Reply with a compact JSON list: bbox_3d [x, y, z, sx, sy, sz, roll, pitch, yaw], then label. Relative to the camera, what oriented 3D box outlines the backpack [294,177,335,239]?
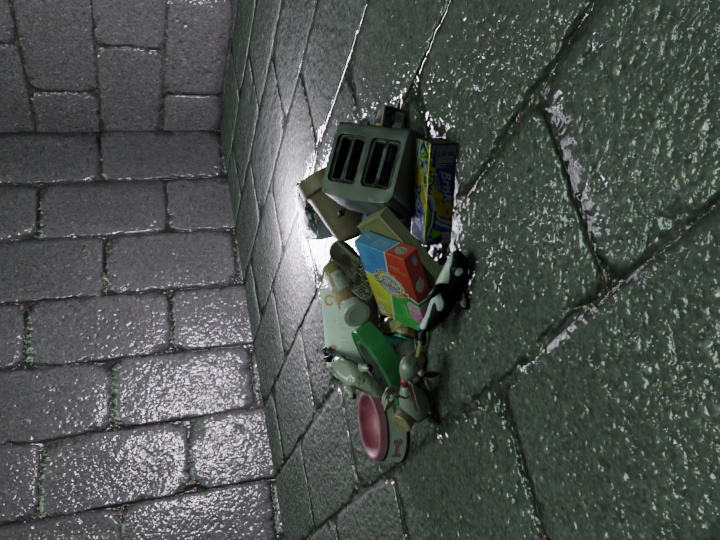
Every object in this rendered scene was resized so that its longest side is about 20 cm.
[{"bbox_3d":[-0.101,-0.176,1.997,0.200,0.150,0.179,-171,75,-80],"label":"backpack"}]

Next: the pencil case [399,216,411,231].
[{"bbox_3d":[0.083,-0.065,1.591,0.084,0.084,0.203,-88,5,-63],"label":"pencil case"}]

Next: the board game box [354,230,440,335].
[{"bbox_3d":[0.077,0.025,1.482,0.152,0.040,0.202,22,142,46],"label":"board game box"}]

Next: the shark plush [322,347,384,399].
[{"bbox_3d":[-0.030,0.254,1.743,0.198,0.083,0.092,18,84,38],"label":"shark plush"}]

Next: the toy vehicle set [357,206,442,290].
[{"bbox_3d":[0.088,-0.038,1.477,0.200,0.027,0.124,47,160,-11],"label":"toy vehicle set"}]

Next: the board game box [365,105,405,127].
[{"bbox_3d":[0.038,-0.259,1.649,0.165,0.056,0.204,178,101,-72],"label":"board game box"}]

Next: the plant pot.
[{"bbox_3d":[-0.040,-0.171,1.809,0.177,0.198,0.200,67,159,2],"label":"plant pot"}]

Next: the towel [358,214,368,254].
[{"bbox_3d":[0.045,-0.050,1.716,0.111,0.048,0.202,40,142,32],"label":"towel"}]

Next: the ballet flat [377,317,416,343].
[{"bbox_3d":[0.086,0.133,1.673,0.200,0.069,0.072,152,112,-72],"label":"ballet flat"}]

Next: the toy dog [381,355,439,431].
[{"bbox_3d":[0.125,0.271,1.521,0.133,0.095,0.201,-62,-24,-18],"label":"toy dog"}]

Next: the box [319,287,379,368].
[{"bbox_3d":[-0.023,0.141,1.841,0.097,0.122,0.204,4,-99,-68],"label":"box"}]

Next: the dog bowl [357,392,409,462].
[{"bbox_3d":[0.052,0.384,1.799,0.200,0.072,0.204,175,90,-70],"label":"dog bowl"}]

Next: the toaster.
[{"bbox_3d":[0.028,-0.205,1.485,0.178,0.118,0.204,13,84,30],"label":"toaster"}]

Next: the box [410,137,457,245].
[{"bbox_3d":[0.145,-0.156,1.422,0.070,0.063,0.204,-139,48,-63],"label":"box"}]

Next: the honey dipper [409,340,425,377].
[{"bbox_3d":[0.134,0.143,1.563,0.038,0.037,0.203,-123,35,-53],"label":"honey dipper"}]

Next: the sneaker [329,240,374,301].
[{"bbox_3d":[0.000,0.000,1.696,0.071,0.075,0.201,-50,48,17],"label":"sneaker"}]

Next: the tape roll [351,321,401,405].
[{"bbox_3d":[0.051,0.216,1.673,0.202,0.048,0.201,56,168,18],"label":"tape roll"}]

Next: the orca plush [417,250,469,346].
[{"bbox_3d":[0.171,0.063,1.381,0.071,0.105,0.202,32,106,19],"label":"orca plush"}]

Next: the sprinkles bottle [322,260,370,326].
[{"bbox_3d":[-0.036,0.052,1.724,0.201,0.067,0.069,-119,31,-53],"label":"sprinkles bottle"}]
